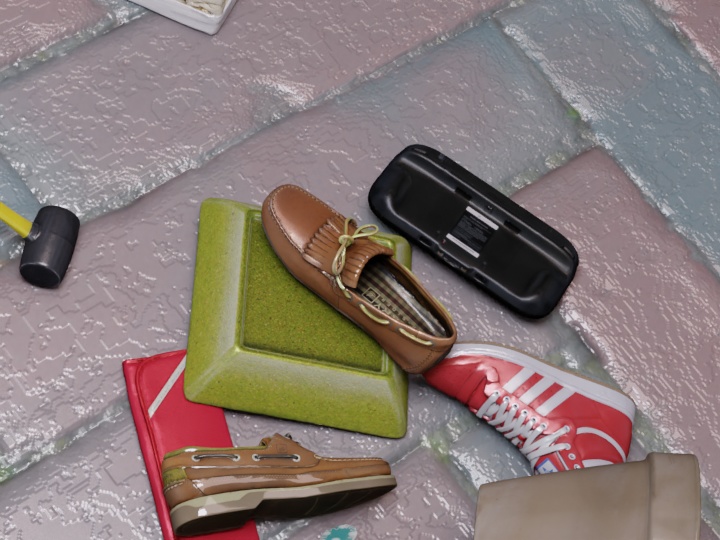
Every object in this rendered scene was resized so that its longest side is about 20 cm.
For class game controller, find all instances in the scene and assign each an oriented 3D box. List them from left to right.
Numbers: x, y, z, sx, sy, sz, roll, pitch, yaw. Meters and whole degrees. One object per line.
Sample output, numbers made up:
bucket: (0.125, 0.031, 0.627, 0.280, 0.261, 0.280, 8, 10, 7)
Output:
game controller: (0.104, -0.037, 1.650, 0.200, 0.042, 0.104, 34, 56, 4)

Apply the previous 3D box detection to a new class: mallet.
mallet: (-0.311, -0.069, 1.497, 0.200, 0.041, 0.066, 45, 45, -29)

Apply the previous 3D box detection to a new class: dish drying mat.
dish drying mat: (-0.138, 0.158, 1.487, 0.077, 0.018, 0.200, -8, 65, -22)

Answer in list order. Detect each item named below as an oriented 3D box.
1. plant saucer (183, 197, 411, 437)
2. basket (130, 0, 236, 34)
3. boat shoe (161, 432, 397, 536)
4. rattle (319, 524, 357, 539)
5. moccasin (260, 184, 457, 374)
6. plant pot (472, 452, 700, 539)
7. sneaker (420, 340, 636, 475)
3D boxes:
plant saucer: (-0.043, 0.030, 1.558, 0.199, 0.048, 0.200, 12, 59, -16)
basket: (-0.150, -0.349, 1.699, 0.135, 0.123, 0.200, 24, 59, -2)
boat shoe: (-0.064, 0.163, 1.465, 0.200, 0.072, 0.068, -3, 65, -30)
rattle: (-0.050, 0.252, 1.393, 0.200, 0.143, 0.130, -19, 61, -20)
moccasin: (-0.001, 0.001, 1.513, 0.074, 0.078, 0.201, -36, 78, -32)
plant pot: (0.175, 0.237, 1.451, 0.173, 0.200, 0.200, 6, 60, 5)
sneaker: (0.140, 0.136, 1.550, 0.200, 0.071, 0.113, 17, 56, -9)
